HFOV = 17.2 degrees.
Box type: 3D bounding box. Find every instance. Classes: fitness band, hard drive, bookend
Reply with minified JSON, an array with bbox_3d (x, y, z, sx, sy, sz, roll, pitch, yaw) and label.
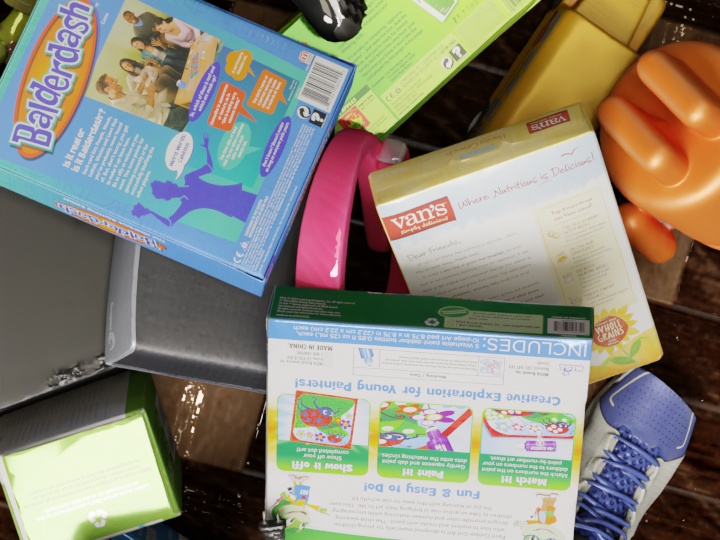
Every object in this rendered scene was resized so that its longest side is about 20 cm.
[{"bbox_3d":[0.000,0.000,1.536,0.037,0.201,0.144,9,54,16],"label":"fitness band"},{"bbox_3d":[-0.085,-0.029,1.510,0.134,0.042,0.201,11,79,-11],"label":"hard drive"},{"bbox_3d":[-0.188,-0.029,1.558,0.198,0.092,0.201,-21,88,-13],"label":"bookend"}]

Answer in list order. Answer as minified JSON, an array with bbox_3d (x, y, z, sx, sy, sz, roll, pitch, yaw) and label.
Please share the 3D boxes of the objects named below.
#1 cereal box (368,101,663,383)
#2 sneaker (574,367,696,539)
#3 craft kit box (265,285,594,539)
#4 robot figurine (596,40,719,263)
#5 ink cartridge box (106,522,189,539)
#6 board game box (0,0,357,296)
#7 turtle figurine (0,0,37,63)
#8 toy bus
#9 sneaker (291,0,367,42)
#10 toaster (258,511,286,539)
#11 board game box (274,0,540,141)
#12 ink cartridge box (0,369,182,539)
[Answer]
[{"bbox_3d":[0.102,-0.001,1.514,0.143,0.040,0.201,-18,128,4],"label":"cereal box"},{"bbox_3d":[0.160,0.167,1.597,0.080,0.115,0.200,36,93,-9],"label":"sneaker"},{"bbox_3d":[0.040,0.108,1.478,0.199,0.049,0.199,5,119,3],"label":"craft kit box"},{"bbox_3d":[0.232,-0.079,1.546,0.116,0.200,0.145,3,78,34],"label":"robot figurine"},{"bbox_3d":[-0.117,0.273,1.604,0.199,0.084,0.145,33,94,-8],"label":"ink cartridge box"},{"bbox_3d":[-0.122,-0.094,1.467,0.199,0.045,0.153,24,76,1],"label":"board game box"},{"bbox_3d":[-0.207,-0.178,1.550,0.161,0.064,0.200,-36,98,1],"label":"turtle figurine"},{"bbox_3d":[0.125,-0.110,1.576,0.065,0.078,0.201,33,96,-8],"label":"toy bus"},{"bbox_3d":[-0.069,-0.219,1.537,0.090,0.070,0.201,-31,72,14],"label":"sneaker"},{"bbox_3d":[-0.116,0.246,1.468,0.128,0.114,0.201,5,95,-2],"label":"toaster"},{"bbox_3d":[0.016,-0.157,1.579,0.200,0.048,0.102,-42,98,1],"label":"board game box"},{"bbox_3d":[-0.222,0.139,1.548,0.199,0.148,0.076,-19,99,-1],"label":"ink cartridge box"}]
